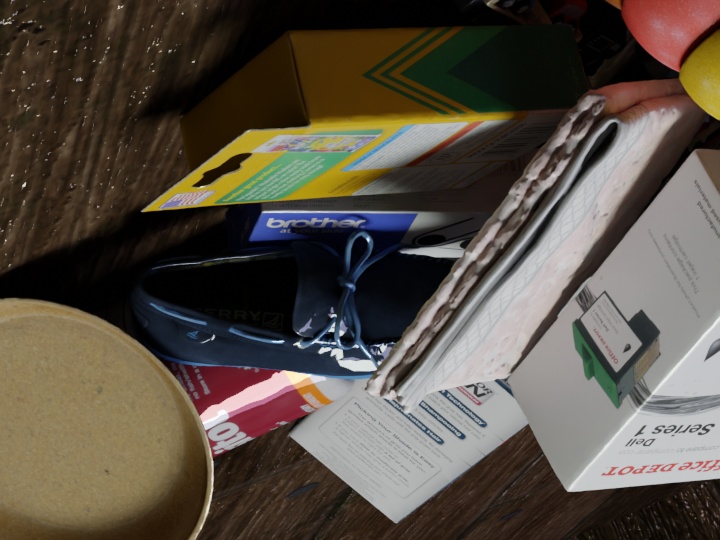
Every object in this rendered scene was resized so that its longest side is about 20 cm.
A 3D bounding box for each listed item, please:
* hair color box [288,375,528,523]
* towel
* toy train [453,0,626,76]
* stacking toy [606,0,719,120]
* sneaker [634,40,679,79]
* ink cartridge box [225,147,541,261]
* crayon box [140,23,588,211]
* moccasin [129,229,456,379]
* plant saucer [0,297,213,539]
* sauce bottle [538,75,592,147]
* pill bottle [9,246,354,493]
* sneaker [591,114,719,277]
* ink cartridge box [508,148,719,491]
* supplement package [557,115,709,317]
[{"bbox_3d":[0.042,0.081,1.449,0.061,0.100,0.200,-54,-174,-36],"label":"hair color box"},{"bbox_3d":[0.100,-0.015,1.169,0.200,0.032,0.191,-53,166,19],"label":"towel"},{"bbox_3d":[0.097,-0.136,1.177,0.046,0.034,0.200,-33,163,20],"label":"toy train"},{"bbox_3d":[0.189,-0.118,1.062,0.146,0.201,0.146,-23,166,-6],"label":"stacking toy"},{"bbox_3d":[0.252,-0.132,1.313,0.199,0.096,0.079,-15,161,-34],"label":"sneaker"},{"bbox_3d":[0.030,-0.034,1.281,0.199,0.044,0.094,0,158,-15],"label":"ink cartridge box"},{"bbox_3d":[-0.001,-0.077,1.117,0.199,0.052,0.126,-6,167,-32],"label":"crayon box"},{"bbox_3d":[-0.030,0.022,1.238,0.199,0.081,0.068,-7,154,1],"label":"moccasin"},{"bbox_3d":[-0.177,0.096,1.297,0.200,0.200,0.035,-33,-164,28],"label":"plant saucer"},{"bbox_3d":[0.107,-0.069,1.355,0.066,0.066,0.200,-23,167,-9],"label":"sauce bottle"},{"bbox_3d":[-0.113,0.064,1.360,0.199,0.113,0.113,-25,165,11],"label":"pill bottle"},{"bbox_3d":[0.208,-0.046,1.261,0.080,0.075,0.200,23,112,-43],"label":"sneaker"},{"bbox_3d":[0.196,0.030,1.220,0.146,0.085,0.200,-1,140,-36],"label":"ink cartridge box"},{"bbox_3d":[0.243,-0.008,1.431,0.151,0.200,0.152,-54,-174,-38],"label":"supplement package"}]
